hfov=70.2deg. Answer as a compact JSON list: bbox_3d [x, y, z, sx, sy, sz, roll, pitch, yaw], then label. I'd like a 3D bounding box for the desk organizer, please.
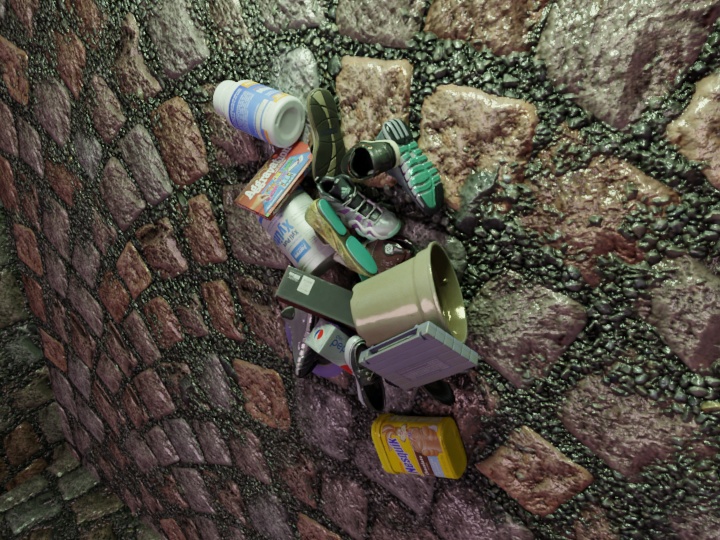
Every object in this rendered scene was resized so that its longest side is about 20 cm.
[{"bbox_3d":[-0.079,0.068,1.123,0.199,0.072,0.077,22,165,0],"label":"desk organizer"}]

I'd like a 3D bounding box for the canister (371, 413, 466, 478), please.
[{"bbox_3d":[0.140,0.419,1.228,0.199,0.086,0.149,-12,103,39],"label":"canister"}]

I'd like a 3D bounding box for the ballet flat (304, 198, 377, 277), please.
[{"bbox_3d":[-0.045,-0.058,1.071,0.071,0.071,0.200,-31,102,42],"label":"ballet flat"}]

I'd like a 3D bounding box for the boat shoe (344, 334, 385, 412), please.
[{"bbox_3d":[0.019,0.230,1.132,0.057,0.068,0.201,30,141,50],"label":"boat shoe"}]

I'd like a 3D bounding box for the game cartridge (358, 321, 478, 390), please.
[{"bbox_3d":[0.104,0.162,0.949,0.129,0.039,0.200,30,141,-24],"label":"game cartridge"}]

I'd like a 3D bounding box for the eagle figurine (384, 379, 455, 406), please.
[{"bbox_3d":[0.117,0.210,1.117,0.150,0.152,0.201,-12,109,6],"label":"eagle figurine"}]

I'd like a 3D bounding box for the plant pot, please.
[{"bbox_3d":[0.088,0.066,0.995,0.183,0.200,0.201,-17,100,22],"label":"plant pot"}]

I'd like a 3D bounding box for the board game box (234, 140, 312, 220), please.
[{"bbox_3d":[-0.180,-0.206,1.130,0.103,0.200,0.019,24,160,27],"label":"board game box"}]

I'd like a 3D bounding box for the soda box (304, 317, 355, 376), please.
[{"bbox_3d":[-0.030,0.187,1.158,0.063,0.068,0.200,25,168,49],"label":"soda box"}]

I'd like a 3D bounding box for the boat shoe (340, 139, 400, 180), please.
[{"bbox_3d":[0.003,-0.217,1.016,0.201,0.063,0.074,13,122,64],"label":"boat shoe"}]

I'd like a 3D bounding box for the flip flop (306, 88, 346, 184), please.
[{"bbox_3d":[-0.082,-0.282,1.091,0.058,0.081,0.201,27,130,56],"label":"flip flop"}]

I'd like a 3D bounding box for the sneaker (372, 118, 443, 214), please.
[{"bbox_3d":[0.092,-0.193,1.007,0.087,0.074,0.201,-34,80,58],"label":"sneaker"}]

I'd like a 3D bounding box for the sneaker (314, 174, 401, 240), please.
[{"bbox_3d":[-0.016,-0.141,1.055,0.199,0.078,0.140,22,160,28],"label":"sneaker"}]

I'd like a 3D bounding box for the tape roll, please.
[{"bbox_3d":[-0.088,0.159,1.286,0.199,0.085,0.201,17,119,32],"label":"tape roll"}]

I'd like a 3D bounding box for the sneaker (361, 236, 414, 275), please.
[{"bbox_3d":[0.084,0.006,1.090,0.115,0.076,0.201,-32,89,39],"label":"sneaker"}]

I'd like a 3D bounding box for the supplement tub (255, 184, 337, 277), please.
[{"bbox_3d":[-0.134,-0.091,1.175,0.200,0.132,0.132,50,131,9],"label":"supplement tub"}]

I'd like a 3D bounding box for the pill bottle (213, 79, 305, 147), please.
[{"bbox_3d":[-0.231,-0.357,1.141,0.199,0.112,0.113,28,125,25],"label":"pill bottle"}]

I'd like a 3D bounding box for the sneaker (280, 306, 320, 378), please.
[{"bbox_3d":[-0.148,0.152,1.235,0.115,0.075,0.201,29,115,30],"label":"sneaker"}]

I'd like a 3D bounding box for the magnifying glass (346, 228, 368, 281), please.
[{"bbox_3d":[0.000,0.000,1.140,0.022,0.080,0.201,-22,110,-2],"label":"magnifying glass"}]
